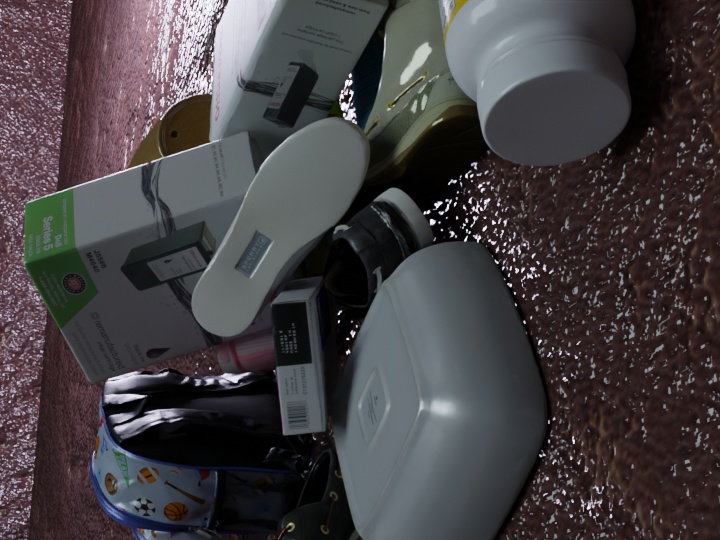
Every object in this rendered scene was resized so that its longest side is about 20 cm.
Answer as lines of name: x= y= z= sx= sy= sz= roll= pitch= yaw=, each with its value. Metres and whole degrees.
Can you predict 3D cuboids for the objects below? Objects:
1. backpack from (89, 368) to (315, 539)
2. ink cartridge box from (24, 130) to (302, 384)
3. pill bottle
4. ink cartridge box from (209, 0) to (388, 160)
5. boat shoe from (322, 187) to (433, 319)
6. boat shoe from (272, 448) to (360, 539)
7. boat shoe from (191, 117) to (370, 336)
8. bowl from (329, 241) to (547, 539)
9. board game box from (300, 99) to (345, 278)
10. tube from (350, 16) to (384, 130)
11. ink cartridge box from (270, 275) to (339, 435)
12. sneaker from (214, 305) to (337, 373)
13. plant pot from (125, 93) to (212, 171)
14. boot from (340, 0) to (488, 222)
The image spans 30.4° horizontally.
backpack: x=-0.155 y=0.172 z=1.226 sx=0.200 sy=0.188 sz=0.156 roll=-127 pitch=52 yaw=-64
ink cartridge box: x=-0.158 y=-0.009 z=1.095 sx=0.085 sy=0.198 sz=0.146 roll=-105 pitch=-3 yaw=-49
pill bottle: x=0.100 y=-0.167 z=0.784 sx=0.113 sy=0.111 sz=0.202 roll=125 pitch=146 yaw=-50
ink cartridge box: x=-0.054 y=-0.204 z=1.079 sx=0.200 sy=0.083 sz=0.146 roll=125 pitch=151 yaw=-47
boat shoe: x=0.000 y=0.000 z=1.010 sx=0.074 sy=0.060 sz=0.200 roll=55 pitch=160 yaw=4
boat shoe: x=-0.038 y=0.206 z=0.958 sx=0.074 sy=0.063 sz=0.202 roll=-52 pitch=4 yaw=32
boat shoe: x=-0.056 y=-0.036 z=1.002 sx=0.201 sy=0.071 sz=0.069 roll=-59 pitch=2 yaw=23
bowl: x=0.040 y=0.096 z=0.907 sx=0.201 sy=0.074 sz=0.201 roll=-104 pitch=30 yaw=-49
board game box: x=-0.037 y=-0.082 z=1.185 sx=0.201 sy=0.047 sz=0.102 roll=-105 pitch=18 yaw=-47
tube: x=0.016 y=-0.144 z=1.103 sx=0.077 sy=0.050 sz=0.203 roll=142 pitch=126 yaw=-69
ink cartridge box: x=-0.040 y=0.059 z=1.023 sx=0.200 sy=0.037 sz=0.096 roll=-53 pitch=-43 yaw=-83
sneaker: x=-0.063 y=0.050 z=1.219 sx=0.200 sy=0.103 sz=0.076 roll=-22 pitch=-83 yaw=-81
plant pot: x=-0.150 y=-0.075 z=1.258 sx=0.201 sy=0.184 sz=0.189 roll=108 pitch=162 yaw=-62
boot: x=0.032 y=-0.133 z=1.011 sx=0.200 sy=0.071 sz=0.157 roll=-38 pitch=48 yaw=53
